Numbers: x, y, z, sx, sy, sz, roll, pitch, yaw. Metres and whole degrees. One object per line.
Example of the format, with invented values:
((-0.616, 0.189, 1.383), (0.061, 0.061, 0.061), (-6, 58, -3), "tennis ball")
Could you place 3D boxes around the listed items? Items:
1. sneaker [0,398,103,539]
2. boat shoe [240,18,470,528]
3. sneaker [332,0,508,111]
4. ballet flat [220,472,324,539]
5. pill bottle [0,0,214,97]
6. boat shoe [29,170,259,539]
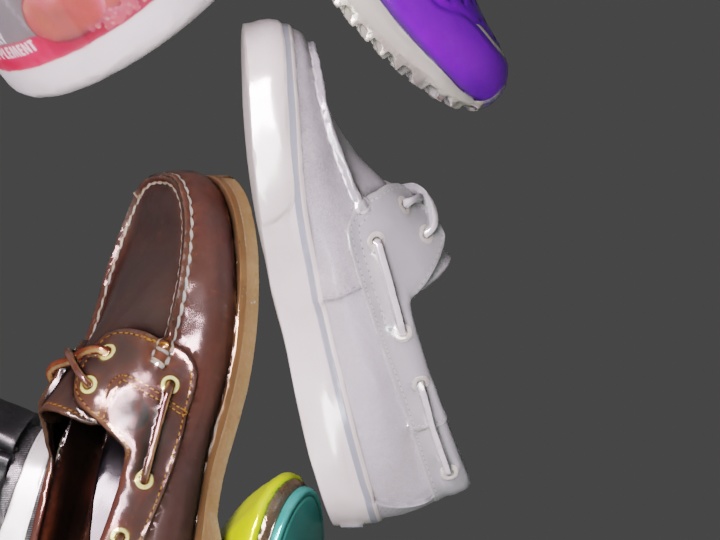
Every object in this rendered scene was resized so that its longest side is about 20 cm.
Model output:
((-0.170, 0.141, 0.982), (0.112, 0.073, 0.200), (30, 101, 4), "sneaker")
((0.000, 0.000, 0.908), (0.068, 0.072, 0.200), (-12, 102, -2), "boat shoe")
((0.010, -0.153, 0.859), (0.099, 0.070, 0.200), (-36, 103, 4), "sneaker")
((-0.052, 0.161, 0.953), (0.067, 0.067, 0.200), (13, 125, 22), "ballet flat")
((-0.132, -0.167, 0.831), (0.111, 0.111, 0.200), (-28, 117, 17), "pill bottle")
((-0.085, 0.057, 0.900), (0.070, 0.070, 0.200), (11, 79, -31), "boat shoe")
